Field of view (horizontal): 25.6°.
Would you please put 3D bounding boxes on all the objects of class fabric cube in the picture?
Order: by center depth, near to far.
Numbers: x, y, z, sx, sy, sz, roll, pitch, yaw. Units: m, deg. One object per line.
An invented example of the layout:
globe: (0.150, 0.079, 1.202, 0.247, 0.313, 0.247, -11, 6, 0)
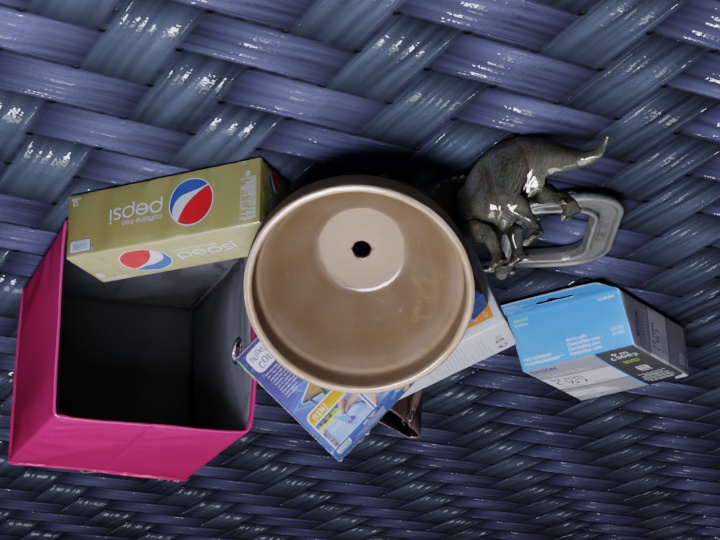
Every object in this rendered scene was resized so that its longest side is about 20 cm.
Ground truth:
fabric cube: (-0.229, 0.087, 1.581, 0.198, 0.198, 0.199, 8, 156, -22)

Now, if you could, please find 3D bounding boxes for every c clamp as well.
c clamp: (0.166, -0.030, 1.531, 0.169, 0.027, 0.200, 1, 158, -5)

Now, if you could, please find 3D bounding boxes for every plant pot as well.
plant pot: (0.000, 0.000, 1.393, 0.199, 0.093, 0.202, 1, 115, 2)

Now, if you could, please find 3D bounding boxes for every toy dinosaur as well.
toy dinosaur: (0.125, -0.066, 1.363, 0.077, 0.103, 0.200, -19, 162, -46)

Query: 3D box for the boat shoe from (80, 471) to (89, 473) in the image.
boat shoe: (-0.286, 0.236, 2.130, 0.200, 0.061, 0.072, -5, 158, 11)

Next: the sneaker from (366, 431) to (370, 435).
sneaker: (-0.007, 0.167, 1.936, 0.076, 0.086, 0.200, 4, 157, -13)

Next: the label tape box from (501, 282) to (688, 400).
label tape box: (0.255, 0.080, 1.758, 0.142, 0.067, 0.199, -16, 155, 33)

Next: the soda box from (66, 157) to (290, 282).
soda box: (-0.164, -0.044, 1.437, 0.198, 0.065, 0.068, -9, 157, 21)

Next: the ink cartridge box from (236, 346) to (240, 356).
ink cartridge box: (-0.246, 0.098, 1.822, 0.199, 0.042, 0.119, 21, 149, -40)

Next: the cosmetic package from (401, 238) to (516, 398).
cosmetic package: (0.036, 0.059, 1.517, 0.199, 0.102, 0.071, -26, 155, 4)

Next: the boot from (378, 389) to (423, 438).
boot: (0.049, 0.095, 1.648, 0.072, 0.168, 0.200, -11, 156, 23)

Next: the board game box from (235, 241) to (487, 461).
board game box: (0.000, 0.057, 1.462, 0.200, 0.135, 0.034, -45, 157, -7)
